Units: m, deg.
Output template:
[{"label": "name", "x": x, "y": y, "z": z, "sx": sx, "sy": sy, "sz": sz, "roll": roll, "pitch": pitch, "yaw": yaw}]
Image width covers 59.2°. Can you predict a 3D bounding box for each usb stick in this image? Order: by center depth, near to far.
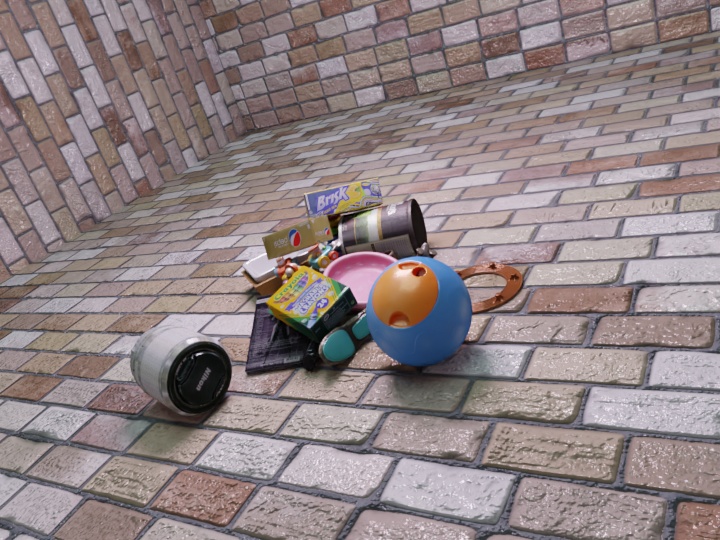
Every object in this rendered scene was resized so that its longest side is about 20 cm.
[{"label": "usb stick", "x": -0.082, "y": 0.141, "z": 1.376, "sx": 0.032, "sy": 0.056, "sz": 0.201, "roll": 18, "pitch": 32, "yaw": 5}]

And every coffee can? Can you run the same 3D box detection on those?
[{"label": "coffee can", "x": 0.059, "y": -0.092, "z": 1.640, "sx": 0.197, "sy": 0.148, "sz": 0.147, "roll": -11, "pitch": 25, "yaw": 19}]

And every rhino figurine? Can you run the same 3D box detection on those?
[{"label": "rhino figurine", "x": 0.143, "y": -0.007, "z": 1.482, "sx": 0.059, "sy": 0.089, "sz": 0.201, "roll": 16, "pitch": 26, "yaw": -3}]

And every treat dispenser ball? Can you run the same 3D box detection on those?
[{"label": "treat dispenser ball", "x": 0.109, "y": 0.076, "z": 1.183, "sx": 0.198, "sy": 0.203, "sz": 0.202, "roll": -16, "pitch": 24, "yaw": 7}]

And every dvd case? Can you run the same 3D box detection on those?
[{"label": "dvd case", "x": -0.178, "y": 0.131, "z": 1.418, "sx": 0.146, "sy": 0.016, "sz": 0.202, "roll": -12, "pitch": 50, "yaw": 17}]

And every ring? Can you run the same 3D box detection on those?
[{"label": "ring", "x": 0.255, "y": 0.033, "z": 1.388, "sx": 0.197, "sy": 0.019, "sz": 0.201, "roll": -16, "pitch": 24, "yaw": 7}]

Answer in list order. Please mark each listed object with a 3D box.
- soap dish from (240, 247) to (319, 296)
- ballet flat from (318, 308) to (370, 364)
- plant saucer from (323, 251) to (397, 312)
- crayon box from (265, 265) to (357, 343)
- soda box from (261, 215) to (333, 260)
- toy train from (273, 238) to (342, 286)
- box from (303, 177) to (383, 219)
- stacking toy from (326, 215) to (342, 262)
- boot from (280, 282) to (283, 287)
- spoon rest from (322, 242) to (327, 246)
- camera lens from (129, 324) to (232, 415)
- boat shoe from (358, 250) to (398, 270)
[{"label": "soap dish", "x": -0.216, "y": -0.005, "z": 1.743, "sx": 0.198, "sy": 0.082, "sz": 0.157, "roll": -28, "pitch": 25, "yaw": -17}, {"label": "ballet flat", "x": -0.031, "y": 0.143, "z": 1.333, "sx": 0.075, "sy": 0.068, "sz": 0.199, "roll": -26, "pitch": 7, "yaw": 47}, {"label": "plant saucer", "x": 0.011, "y": 0.032, "z": 1.470, "sx": 0.197, "sy": 0.051, "sz": 0.202, "roll": -2, "pitch": 35, "yaw": 1}, {"label": "crayon box", "x": -0.117, "y": 0.065, "z": 1.379, "sx": 0.126, "sy": 0.052, "sz": 0.199, "roll": -45, "pitch": 40, "yaw": -21}, {"label": "soda box", "x": -0.164, "y": -0.082, "z": 1.619, "sx": 0.198, "sy": 0.065, "sz": 0.067, "roll": -16, "pitch": 2, "yaw": 44}, {"label": "toy train", "x": -0.144, "y": -0.030, "z": 1.574, "sx": 0.198, "sy": 0.056, "sz": 0.151, "roll": -27, "pitch": 25, "yaw": 16}, {"label": "box", "x": -0.045, "y": -0.182, "z": 1.634, "sx": 0.197, "sy": 0.071, "sz": 0.064, "roll": -13, "pitch": 1, "yaw": -4}, {"label": "stacking toy", "x": -0.067, "y": -0.119, "z": 1.716, "sx": 0.084, "sy": 0.203, "sz": 0.086, "roll": -13, "pitch": 18, "yaw": 4}, {"label": "boot", "x": -0.159, "y": 0.080, "z": 1.542, "sx": 0.198, "sy": 0.073, "sz": 0.155, "roll": 5, "pitch": 36, "yaw": 42}, {"label": "spoon rest", "x": -0.034, "y": -0.107, "z": 1.869, "sx": 0.197, "sy": 0.062, "sz": 0.099, "roll": -14, "pitch": 22, "yaw": -22}, {"label": "camera lens", "x": -0.376, "y": 0.204, "z": 1.329, "sx": 0.159, "sy": 0.162, "sz": 0.198, "roll": -36, "pitch": 29, "yaw": -33}, {"label": "boat shoe", "x": 0.000, "y": -0.003, "z": 1.583, "sx": 0.199, "sy": 0.076, "sz": 0.075, "roll": -17, "pitch": 24, "yaw": 6}]
